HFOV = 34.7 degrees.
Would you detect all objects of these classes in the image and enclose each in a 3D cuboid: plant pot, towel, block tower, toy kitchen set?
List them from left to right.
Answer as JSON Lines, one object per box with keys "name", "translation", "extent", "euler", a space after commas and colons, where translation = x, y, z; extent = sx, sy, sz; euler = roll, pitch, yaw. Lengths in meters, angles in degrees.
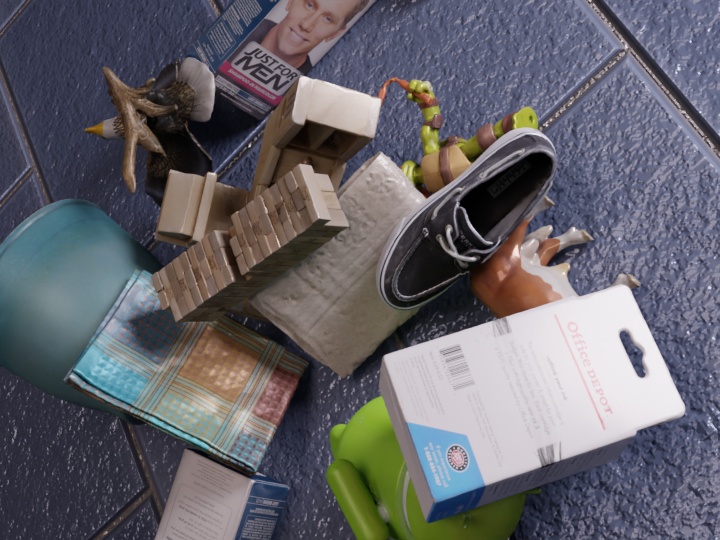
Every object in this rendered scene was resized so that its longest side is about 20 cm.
{"name": "plant pot", "translation": [-0.268, 0.056, 1.210], "extent": [0.187, 0.200, 0.202], "euler": [29, 93, 23]}
{"name": "towel", "translation": [-0.160, 0.093, 1.099], "extent": [0.148, 0.198, 0.022], "euler": [-64, 1, -39]}
{"name": "block tower", "translation": [-0.098, -0.018, 1.030], "extent": [0.199, 0.057, 0.055], "euler": [-34, 71, 32]}
{"name": "toy kitchen set", "translation": [-0.097, -0.066, 1.082], "extent": [0.180, 0.161, 0.203], "euler": [157, 126, -74]}
{"name": "towel", "translation": [0.000, 0.000, 1.056], "extent": [0.200, 0.132, 0.035], "euler": [-43, 15, 25]}

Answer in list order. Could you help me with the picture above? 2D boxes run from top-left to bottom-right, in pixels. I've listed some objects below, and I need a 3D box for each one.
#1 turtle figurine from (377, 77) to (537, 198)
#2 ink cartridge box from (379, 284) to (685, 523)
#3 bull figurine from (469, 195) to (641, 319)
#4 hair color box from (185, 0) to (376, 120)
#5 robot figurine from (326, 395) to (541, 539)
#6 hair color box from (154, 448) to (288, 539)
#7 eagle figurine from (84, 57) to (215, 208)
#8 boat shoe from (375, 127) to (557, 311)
{"name": "turtle figurine", "translation": [0.093, -0.085, 1.058], "extent": [0.159, 0.064, 0.203], "euler": [-6, 91, 36]}
{"name": "ink cartridge box", "translation": [0.124, 0.098, 0.859], "extent": [0.197, 0.067, 0.117], "euler": [-16, 65, -10]}
{"name": "bull figurine", "translation": [0.168, 0.033, 0.962], "extent": [0.122, 0.065, 0.200], "euler": [-49, 54, 11]}
{"name": "hair color box", "translation": [-0.080, -0.263, 1.223], "extent": [0.200, 0.100, 0.061], "euler": [-44, 53, 17]}
{"name": "robot figurine", "translation": [0.055, 0.170, 0.953], "extent": [0.199, 0.174, 0.117], "euler": [11, 117, 56]}
{"name": "hair color box", "translation": [-0.151, 0.286, 1.112], "extent": [0.099, 0.060, 0.203], "euler": [15, 85, 39]}
{"name": "eagle figurine", "translation": [-0.217, -0.152, 1.230], "extent": [0.149, 0.200, 0.153], "euler": [27, 89, 11]}
{"name": "boat shoe", "translation": [0.089, -0.035, 0.973], "extent": [0.200, 0.072, 0.068], "euler": [-42, 14, 13]}
